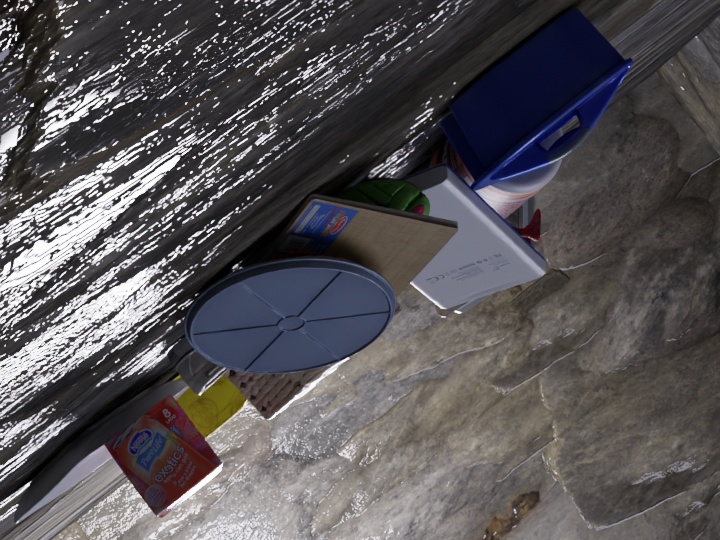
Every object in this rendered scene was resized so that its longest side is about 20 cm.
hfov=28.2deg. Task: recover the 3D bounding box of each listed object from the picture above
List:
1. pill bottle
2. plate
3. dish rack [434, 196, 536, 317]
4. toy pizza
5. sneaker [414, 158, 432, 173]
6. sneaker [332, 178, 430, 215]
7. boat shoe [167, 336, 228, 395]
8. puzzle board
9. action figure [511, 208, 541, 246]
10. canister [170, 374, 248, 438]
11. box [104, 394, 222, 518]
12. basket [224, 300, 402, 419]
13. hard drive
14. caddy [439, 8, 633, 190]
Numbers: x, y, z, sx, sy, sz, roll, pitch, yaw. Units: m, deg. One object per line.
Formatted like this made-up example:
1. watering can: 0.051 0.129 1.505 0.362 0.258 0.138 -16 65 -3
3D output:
1. pill bottle: 0.139 -0.113 1.565 0.113 0.113 0.200 -37 177 -18
2. plate: -0.314 0.209 1.716 0.199 0.032 0.200 -41 176 41
3. dish rack: 0.164 -0.041 1.828 0.200 0.043 0.173 -38 -138 53
4. toy pizza: -0.065 0.037 1.327 0.198 0.032 0.201 -7 149 -5
5. sneaker: 0.130 -0.110 1.717 0.199 0.089 0.077 -38 177 -16
6. sneaker: -0.016 -0.035 1.379 0.199 0.077 0.084 -28 -172 30
7. boat shoe: -0.108 0.068 1.541 0.199 0.070 0.071 -30 168 -23
8. puzzle board: -0.022 -0.003 1.321 0.149 0.018 0.200 11 143 -26
9. action figure: 0.086 -0.054 1.498 0.198 0.052 0.065 5 161 -9
10. canister: -0.211 0.174 1.925 0.148 0.087 0.200 -38 178 -1
11. box: -0.226 0.218 1.658 0.094 0.103 0.200 -38 175 -11
12. basket: -0.066 0.067 1.689 0.199 0.124 0.136 -35 175 -37
13. hard drive: 0.085 -0.031 1.464 0.131 0.026 0.200 -19 142 29
14. caddy: 0.172 -0.156 1.381 0.199 0.105 0.141 -38 178 -8
